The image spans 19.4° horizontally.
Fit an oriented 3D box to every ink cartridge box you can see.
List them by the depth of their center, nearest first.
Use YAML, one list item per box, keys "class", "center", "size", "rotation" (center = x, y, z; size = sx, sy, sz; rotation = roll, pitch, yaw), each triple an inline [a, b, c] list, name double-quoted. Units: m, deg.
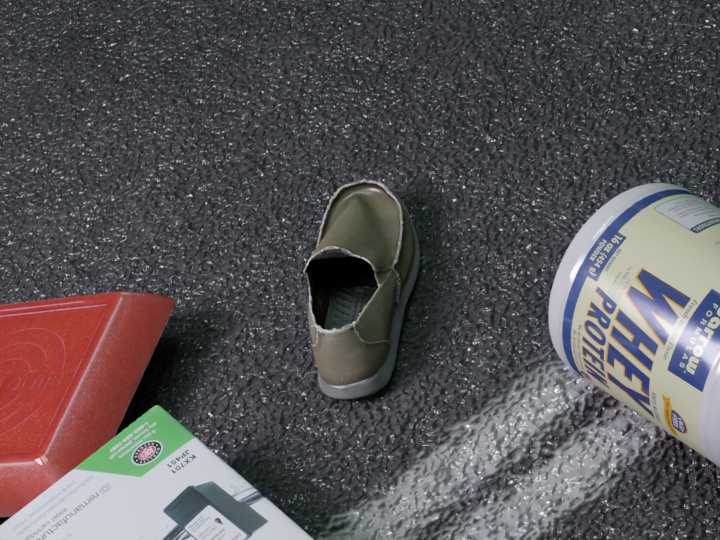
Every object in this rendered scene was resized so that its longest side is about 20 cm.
- class: "ink cartridge box"
  center: [-0.119, 0.200, 1.366]
  size: [0.147, 0.083, 0.200]
  rotation: [-38, 47, -19]

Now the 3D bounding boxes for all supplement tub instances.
- class: "supplement tub"
  center: [0.235, 0.044, 1.356]
  size: [0.145, 0.145, 0.200]
  rotation: [-39, 47, -20]

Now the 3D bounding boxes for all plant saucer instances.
- class: "plant saucer"
  center: [-0.254, 0.090, 1.525]
  size: [0.199, 0.037, 0.200]
  rotation: [-6, 43, 30]

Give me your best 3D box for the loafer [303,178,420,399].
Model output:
- class: "loafer"
  center: [0.000, 0.000, 1.533]
  size: [0.075, 0.070, 0.200]
  rotation: [-8, 45, 11]
